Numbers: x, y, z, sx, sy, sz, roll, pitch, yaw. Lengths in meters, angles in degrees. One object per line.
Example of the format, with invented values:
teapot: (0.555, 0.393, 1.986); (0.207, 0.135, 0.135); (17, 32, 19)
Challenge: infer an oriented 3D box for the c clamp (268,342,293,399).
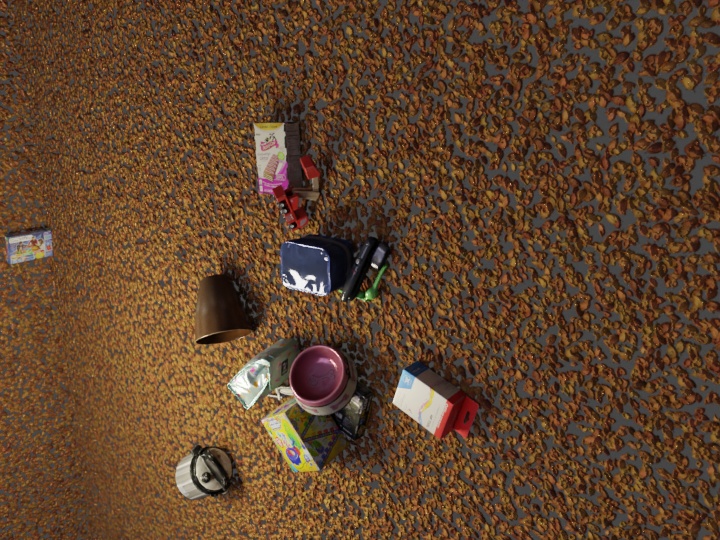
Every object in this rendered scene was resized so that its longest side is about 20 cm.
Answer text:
c clamp: (-0.262, 0.327, 1.959); (0.170, 0.027, 0.202); (3, 103, 40)

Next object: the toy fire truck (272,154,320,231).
toy fire truck: (-0.163, -0.206, 1.661); (0.201, 0.140, 0.049); (69, 174, -52)

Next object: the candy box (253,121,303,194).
candy box: (-0.232, -0.316, 1.717); (0.135, 0.061, 0.202); (10, 109, 40)

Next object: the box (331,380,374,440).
box: (-0.059, 0.375, 1.777); (0.199, 0.049, 0.161); (30, 119, 34)

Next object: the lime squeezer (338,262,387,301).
lime squeezer: (0.008, 0.051, 1.628); (0.199, 0.038, 0.071); (-30, 82, 44)

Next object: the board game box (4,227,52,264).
board game box: (-1.570, -0.118, 2.887); (0.034, 0.199, 0.137); (26, 118, 33)

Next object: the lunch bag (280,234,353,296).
lunch bag: (-0.117, -0.020, 1.654); (0.198, 0.132, 0.137); (13, 110, 33)

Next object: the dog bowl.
dog bowl: (-0.110, 0.298, 1.702); (0.199, 0.201, 0.074); (34, 167, 30)

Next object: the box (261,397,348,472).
box: (-0.168, 0.482, 1.813); (0.194, 0.122, 0.200); (57, 146, 1)

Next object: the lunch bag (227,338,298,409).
lunch bag: (-0.279, 0.302, 1.847); (0.122, 0.170, 0.200); (47, 121, 8)

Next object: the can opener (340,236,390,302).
can opener: (0.000, 0.000, 1.581); (0.079, 0.063, 0.201); (47, 116, 35)

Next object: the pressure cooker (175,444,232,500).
pressure cooker: (-0.572, 0.751, 2.259); (0.199, 0.175, 0.180); (-33, 47, 40)

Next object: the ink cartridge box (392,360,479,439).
ink cartridge box: (0.187, 0.335, 1.530); (0.199, 0.067, 0.117); (32, 122, 31)

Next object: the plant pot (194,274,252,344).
plant pot: (-0.463, 0.122, 1.996); (0.186, 0.186, 0.202); (-27, 70, 43)
